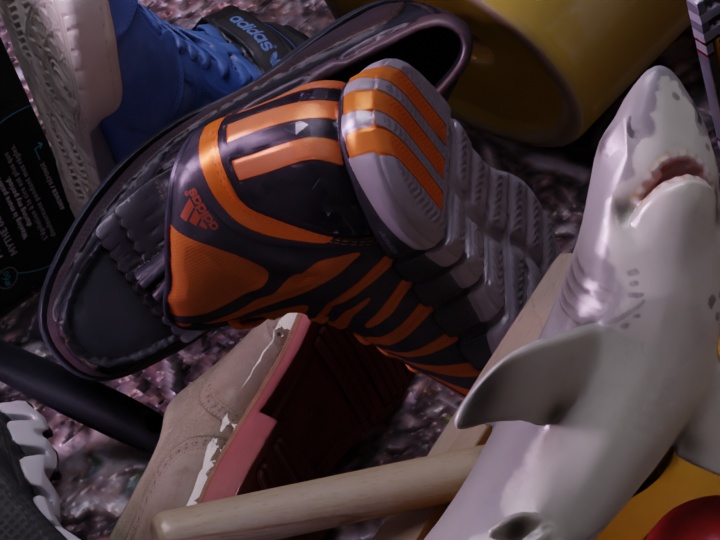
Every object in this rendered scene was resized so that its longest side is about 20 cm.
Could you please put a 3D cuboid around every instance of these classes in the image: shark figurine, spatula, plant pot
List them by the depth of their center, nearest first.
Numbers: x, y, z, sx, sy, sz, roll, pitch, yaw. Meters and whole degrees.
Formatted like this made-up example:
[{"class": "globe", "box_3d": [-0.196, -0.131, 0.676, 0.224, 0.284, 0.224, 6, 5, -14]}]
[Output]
[{"class": "shark figurine", "box_3d": [0.031, 0.055, 0.707, 0.214, 0.128, 0.089, -43, 27, -9]}, {"class": "spatula", "box_3d": [-0.156, 0.018, 0.954, 0.021, 0.200, 0.057, -48, 16, 36]}, {"class": "plant pot", "box_3d": [0.085, -0.162, 1.042, 0.201, 0.201, 0.189, 20, 69, 38]}]

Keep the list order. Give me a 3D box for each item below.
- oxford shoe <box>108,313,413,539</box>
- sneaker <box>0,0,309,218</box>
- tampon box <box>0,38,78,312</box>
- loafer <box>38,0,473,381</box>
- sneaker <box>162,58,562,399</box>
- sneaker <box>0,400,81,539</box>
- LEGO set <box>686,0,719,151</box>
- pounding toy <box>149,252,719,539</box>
[{"class": "oxford shoe", "box_3d": [-0.034, 0.040, 0.940, 0.075, 0.071, 0.200, -1, 40, 33]}, {"class": "sneaker", "box_3d": [-0.072, -0.085, 0.999, 0.111, 0.200, 0.077, -31, 54, -15]}, {"class": "tampon box", "box_3d": [-0.244, -0.030, 1.043, 0.200, 0.150, 0.126, -38, 44, -21]}, {"class": "loafer", "box_3d": [-0.038, -0.035, 0.944, 0.200, 0.072, 0.063, -42, 11, -13]}, {"class": "sneaker", "box_3d": [0.000, 0.000, 0.875, 0.112, 0.200, 0.078, -12, 51, 23]}, {"class": "sneaker", "box_3d": [-0.138, 0.105, 0.882, 0.090, 0.067, 0.200, 15, 22, -31]}, {"class": "LEGO set", "box_3d": [0.214, -0.070, 0.921, 0.154, 0.116, 0.200, -26, 40, -8]}, {"class": "pounding toy", "box_3d": [0.078, 0.083, 0.782, 0.200, 0.142, 0.184, 10, 47, 31]}]
